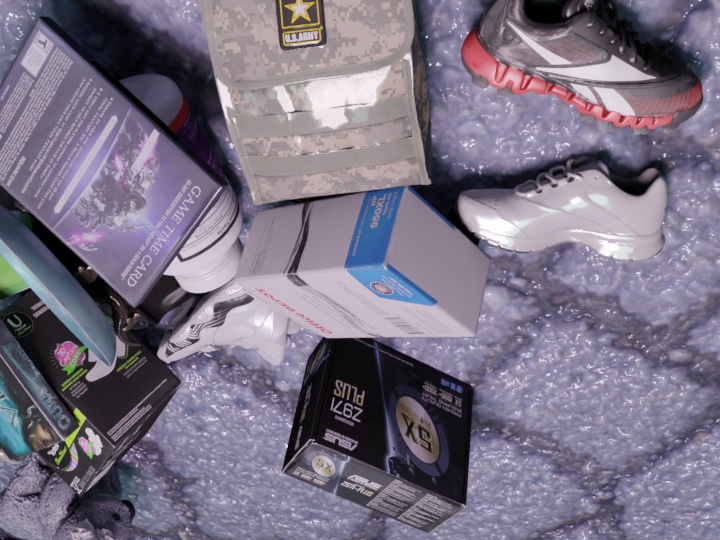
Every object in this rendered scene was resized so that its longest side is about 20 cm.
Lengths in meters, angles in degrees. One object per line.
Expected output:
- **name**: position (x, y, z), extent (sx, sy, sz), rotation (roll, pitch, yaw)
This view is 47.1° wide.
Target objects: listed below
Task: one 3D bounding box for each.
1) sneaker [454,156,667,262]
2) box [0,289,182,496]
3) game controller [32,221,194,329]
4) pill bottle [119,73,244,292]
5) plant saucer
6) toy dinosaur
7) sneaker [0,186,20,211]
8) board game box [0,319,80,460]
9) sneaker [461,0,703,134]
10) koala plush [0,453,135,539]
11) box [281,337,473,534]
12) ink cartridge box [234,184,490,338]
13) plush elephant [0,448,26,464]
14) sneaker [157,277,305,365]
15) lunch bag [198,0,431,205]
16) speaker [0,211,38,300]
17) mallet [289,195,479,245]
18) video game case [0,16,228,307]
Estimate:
- **sneaker**: position (0.186, -0.065, 0.763), extent (0.196, 0.075, 0.088), rotation (2, 124, 0)
- **box**: position (-0.341, 0.132, 0.978), extent (0.200, 0.124, 0.149), rotation (44, 132, 2)
- **game controller**: position (-0.253, -0.009, 0.881), extent (0.104, 0.042, 0.201), rotation (-39, 142, -5)
- **pill bottle**: position (-0.184, -0.076, 0.789), extent (0.111, 0.113, 0.202), rotation (-7, 133, 19)
- **plant saucer**: position (-0.293, 0.008, 0.775), extent (0.199, 0.027, 0.201), rotation (40, 159, 18)
- **toy dinosaur**: position (-0.241, -0.009, 0.789), extent (0.076, 0.103, 0.201), rotation (-33, 138, -6)
- **sneaker**: position (-0.321, -0.097, 0.836), extent (0.198, 0.085, 0.075), rotation (15, 128, -39)
- **board game box**: position (-0.403, 0.110, 0.901), extent (0.134, 0.028, 0.202), rotation (-23, 105, 41)
- **sneaker**: position (0.182, -0.172, 0.643), extent (0.197, 0.072, 0.099), rotation (16, 138, -2)
- **koala plush**: position (-0.391, 0.353, 1.158), extent (0.200, 0.183, 0.179), rotation (43, 146, 27)
- **box**: position (0.025, 0.185, 0.966), extent (0.198, 0.165, 0.086), rotation (26, 135, -13)
- **ink cartridge box**: position (0.000, 0.000, 0.786), extent (0.198, 0.085, 0.144), rotation (-5, 150, 42)
- **plush elephant**: position (-0.522, 0.192, 1.106), extent (0.162, 0.203, 0.155), rotation (14, 155, -13)
- **sneaker**: position (-0.147, 0.071, 0.953), extent (0.114, 0.076, 0.199), rotation (37, 127, -20)
- **lunch bag**: position (-0.030, -0.167, 0.663), extent (0.161, 0.119, 0.202), rotation (-5, 130, 10)
- **speaker**: position (-0.399, -0.014, 0.917), extent (0.198, 0.089, 0.089), rotation (-19, 128, 28)
- **mallet**: position (0.023, -0.045, 0.834), extent (0.197, 0.042, 0.066), rotation (11, 138, 8)
- **video game case**: position (-0.223, -0.086, 0.689), extent (0.200, 0.019, 0.143), rotation (42, 113, -1)
